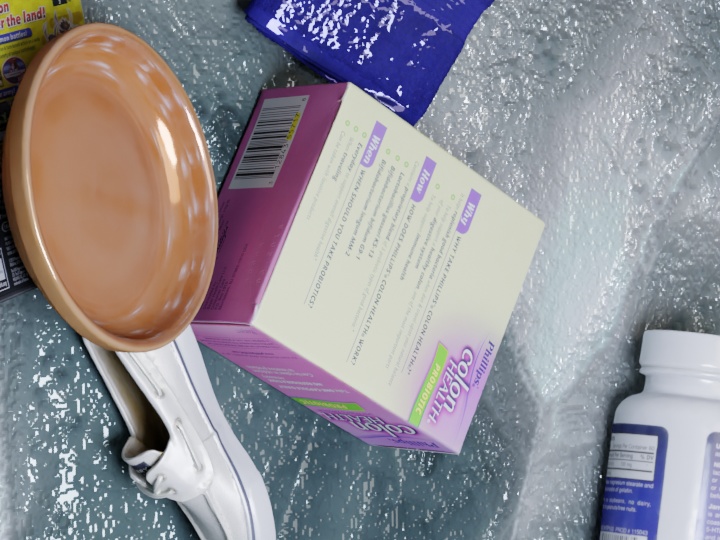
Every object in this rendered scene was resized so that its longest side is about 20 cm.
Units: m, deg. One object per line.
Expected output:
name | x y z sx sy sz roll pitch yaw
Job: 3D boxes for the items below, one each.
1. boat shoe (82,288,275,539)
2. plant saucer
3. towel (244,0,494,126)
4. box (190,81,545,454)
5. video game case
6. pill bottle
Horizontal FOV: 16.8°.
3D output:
boat shoe | -0.119 0.113 1.538 0.070 0.071 0.200 -31 106 -37
plant saucer | -0.155 -0.048 1.470 0.200 0.037 0.201 26 59 -57
towel | 0.028 -0.214 1.625 0.148 0.050 0.200 32 93 -27
box | 0.000 0.000 1.619 0.200 0.097 0.176 33 70 -34
video game case | -0.213 -0.078 1.439 0.200 0.025 0.181 -28 110 -60
pill bottle | 0.243 0.149 1.809 0.120 0.120 0.200 12 83 -39
